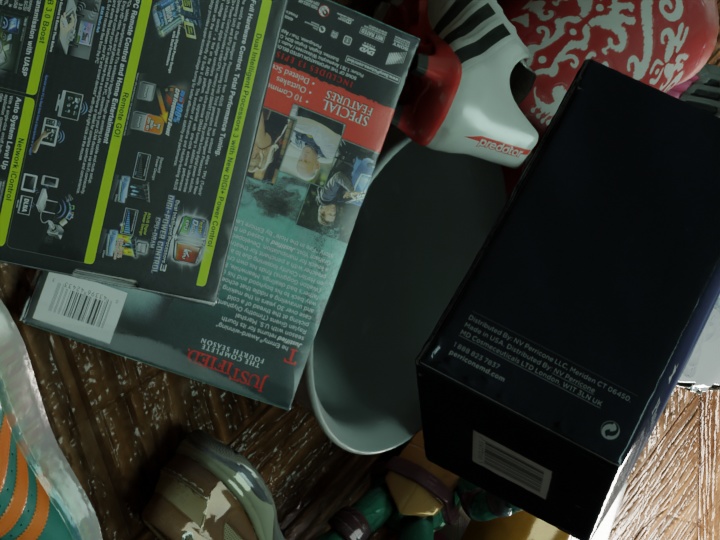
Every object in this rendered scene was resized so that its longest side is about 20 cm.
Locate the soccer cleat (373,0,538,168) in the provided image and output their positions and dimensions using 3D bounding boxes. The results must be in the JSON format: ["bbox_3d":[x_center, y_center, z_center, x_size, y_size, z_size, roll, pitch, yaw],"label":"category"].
[{"bbox_3d":[0.057,-0.129,0.776,0.069,0.085,0.201,-56,-160,34],"label":"soccer cleat"}]

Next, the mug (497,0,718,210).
[{"bbox_3d":[0.114,-0.150,0.912,0.200,0.178,0.134,-41,174,-32],"label":"mug"}]

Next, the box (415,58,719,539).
[{"bbox_3d":[0.131,0.025,0.784,0.199,0.122,0.200,-60,166,-17],"label":"box"}]

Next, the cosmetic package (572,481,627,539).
[{"bbox_3d":[0.147,0.257,1.175,0.113,0.081,0.202,26,86,-57],"label":"cosmetic package"}]

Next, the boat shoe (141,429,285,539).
[{"bbox_3d":[-0.078,0.183,0.820,0.072,0.075,0.201,-46,131,-27],"label":"boat shoe"}]

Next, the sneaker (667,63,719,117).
[{"bbox_3d":[0.276,-0.086,1.214,0.201,0.078,0.095,-65,169,-8],"label":"sneaker"}]

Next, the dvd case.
[{"bbox_3d":[-0.068,-0.047,0.679,0.145,0.022,0.202,19,88,-17],"label":"dvd case"}]

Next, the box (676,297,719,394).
[{"bbox_3d":[0.194,0.019,1.033,0.199,0.175,0.098,11,97,-56],"label":"box"}]

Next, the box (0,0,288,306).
[{"bbox_3d":[-0.115,-0.100,0.558,0.159,0.044,0.202,11,98,-18],"label":"box"}]

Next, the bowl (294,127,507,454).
[{"bbox_3d":[0.000,0.000,0.816,0.201,0.090,0.203,-30,129,-45],"label":"bowl"}]

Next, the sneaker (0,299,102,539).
[{"bbox_3d":[-0.181,0.095,0.625,0.080,0.071,0.201,-38,131,-33],"label":"sneaker"}]

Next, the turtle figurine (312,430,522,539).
[{"bbox_3d":[0.041,0.137,0.903,0.201,0.149,0.101,-58,158,-27],"label":"turtle figurine"}]

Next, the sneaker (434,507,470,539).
[{"bbox_3d":[0.088,0.200,1.004,0.081,0.087,0.202,-44,118,-68],"label":"sneaker"}]

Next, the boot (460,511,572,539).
[{"bbox_3d":[0.085,0.219,0.891,0.202,0.070,0.144,-63,175,14],"label":"boot"}]
